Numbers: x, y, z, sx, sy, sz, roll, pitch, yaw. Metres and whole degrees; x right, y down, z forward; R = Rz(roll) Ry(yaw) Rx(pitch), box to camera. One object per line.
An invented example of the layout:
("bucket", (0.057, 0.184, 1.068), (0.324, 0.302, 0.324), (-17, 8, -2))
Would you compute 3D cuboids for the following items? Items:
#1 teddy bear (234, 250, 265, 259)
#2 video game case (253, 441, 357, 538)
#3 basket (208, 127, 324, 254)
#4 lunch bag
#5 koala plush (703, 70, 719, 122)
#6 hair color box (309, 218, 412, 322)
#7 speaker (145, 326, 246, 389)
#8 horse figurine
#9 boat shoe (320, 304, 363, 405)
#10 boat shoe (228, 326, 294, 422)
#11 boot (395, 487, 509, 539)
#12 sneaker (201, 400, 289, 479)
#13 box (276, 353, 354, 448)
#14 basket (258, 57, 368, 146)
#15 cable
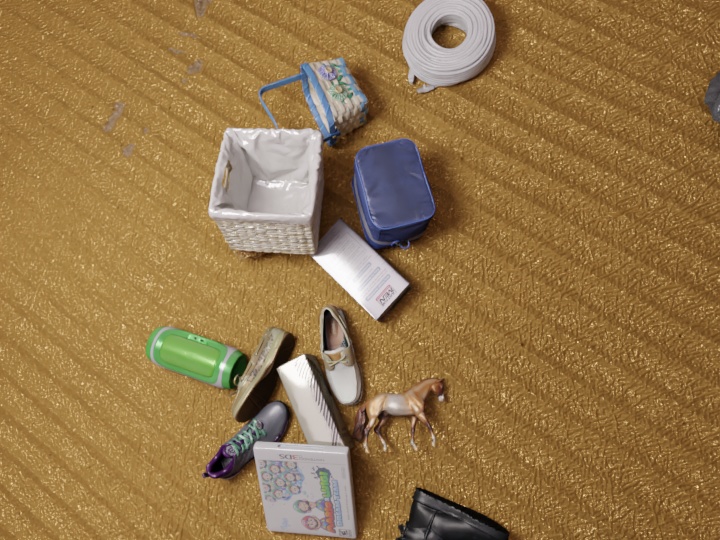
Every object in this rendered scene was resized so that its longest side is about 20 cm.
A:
("teddy bear", (-0.233, -0.118, 1.230), (0.144, 0.067, 0.201), (-31, 69, -5))
("video game case", (-0.101, 0.413, 1.066), (0.179, 0.024, 0.203), (0, 112, 11))
("basket", (-0.169, -0.152, 1.114), (0.197, 0.161, 0.201), (2, 65, 4))
("lunch bag", (0.063, -0.140, 1.134), (0.134, 0.132, 0.203), (-11, 76, -7))
("koala plush", (0.763, -0.314, 1.026), (0.197, 0.184, 0.180), (16, 92, -7))
("hair color box", (0.000, 0.000, 1.155), (0.200, 0.061, 0.099), (44, 90, 16))
("speaker", (-0.340, 0.179, 1.179), (0.197, 0.088, 0.090), (16, 83, 14))
("horse figurine", (0.069, 0.279, 1.091), (0.197, 0.050, 0.134), (-10, 65, 16))
("boat shoe", (-0.047, 0.168, 1.128), (0.074, 0.068, 0.203), (-18, 77, 8))
("boat shoe", (-0.205, 0.209, 1.149), (0.062, 0.074, 0.201), (18, 64, 28))
("boot", (0.152, 0.505, 1.024), (0.196, 0.073, 0.164), (17, 81, 21))
("sneaker", (-0.222, 0.341, 1.122), (0.074, 0.088, 0.200), (43, 90, 15))
("box", (-0.088, 0.268, 1.113), (0.068, 0.082, 0.202), (-27, 77, 5))
("basket", (-0.096, -0.348, 1.198), (0.198, 0.139, 0.178), (-28, 76, -5))
("cable", (0.186, -0.493, 1.204), (0.197, 0.069, 0.203), (-9, 78, 10))
